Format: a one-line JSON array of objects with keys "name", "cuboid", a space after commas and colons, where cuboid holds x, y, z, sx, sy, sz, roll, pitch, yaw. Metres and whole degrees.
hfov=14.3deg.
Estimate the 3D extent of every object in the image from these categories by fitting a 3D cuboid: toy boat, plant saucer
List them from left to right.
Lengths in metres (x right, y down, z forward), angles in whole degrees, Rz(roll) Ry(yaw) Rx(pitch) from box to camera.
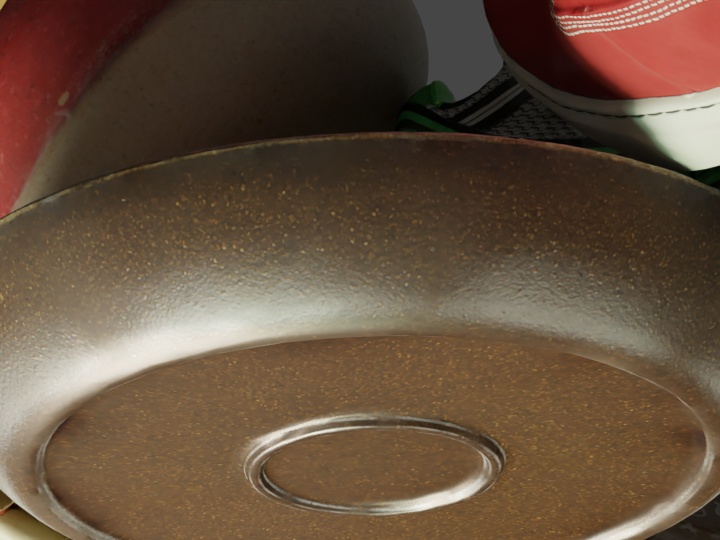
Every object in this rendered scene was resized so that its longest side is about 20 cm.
[{"name": "toy boat", "cuboid": [-0.064, -0.047, 0.731, 0.131, 0.131, 0.200, 45, 170, 6]}, {"name": "plant saucer", "cuboid": [0.003, 0.030, 0.618, 0.199, 0.032, 0.200, -1, 155, -1]}]

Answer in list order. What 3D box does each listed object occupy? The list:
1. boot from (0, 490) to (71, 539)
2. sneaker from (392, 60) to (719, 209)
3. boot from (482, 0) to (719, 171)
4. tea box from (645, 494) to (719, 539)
[{"name": "boot", "cuboid": [-0.107, 0.016, 0.840, 0.200, 0.107, 0.075, 33, 140, 9]}, {"name": "sneaker", "cuboid": [0.075, -0.035, 0.621, 0.200, 0.085, 0.078, -19, 152, 36]}, {"name": "boot", "cuboid": [0.044, -0.084, 0.511, 0.144, 0.073, 0.200, 39, 170, -20]}, {"name": "tea box", "cuboid": [0.125, 0.098, 0.844, 0.199, 0.134, 0.197, 16, -155, -3]}]
